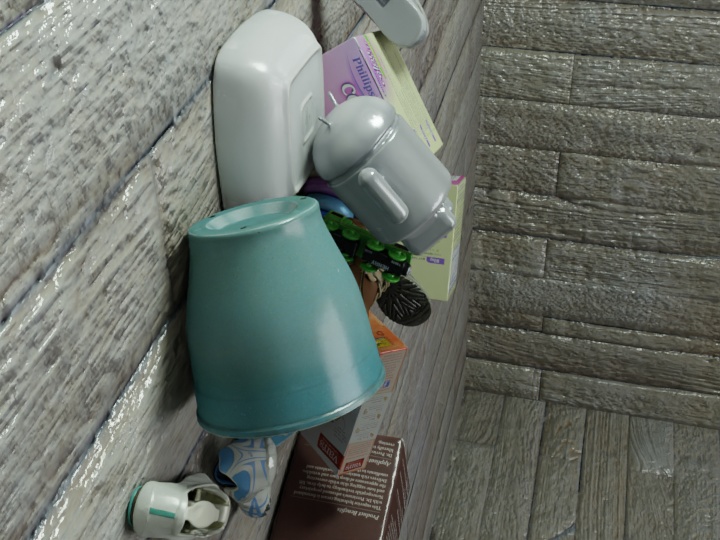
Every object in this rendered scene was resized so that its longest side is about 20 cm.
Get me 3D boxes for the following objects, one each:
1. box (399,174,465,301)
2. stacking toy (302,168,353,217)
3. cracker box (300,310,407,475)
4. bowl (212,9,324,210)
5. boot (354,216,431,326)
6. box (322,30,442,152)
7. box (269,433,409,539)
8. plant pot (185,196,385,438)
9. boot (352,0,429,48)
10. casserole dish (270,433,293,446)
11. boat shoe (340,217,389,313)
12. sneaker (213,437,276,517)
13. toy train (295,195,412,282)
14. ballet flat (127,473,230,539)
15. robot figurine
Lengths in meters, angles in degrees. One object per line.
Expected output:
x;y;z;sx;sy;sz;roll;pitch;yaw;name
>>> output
0.084;-0.067;1.703;0.097;0.172;0.205;-42;138;-70;box
-0.060;-0.036;1.316;0.086;0.084;0.204;64;42;-68;stacking toy
-0.023;0.152;1.324;0.057;0.134;0.203;-7;125;-40;cracker box
-0.091;-0.171;1.082;0.201;0.073;0.204;-65;157;-57;bowl
0.037;-0.039;1.417;0.182;0.072;0.202;48;22;-28;boot
0.015;-0.207;1.287;0.179;0.095;0.200;63;19;-9;box
-0.025;0.362;1.471;0.166;0.162;0.203;81;21;-54;box
-0.089;0.034;0.977;0.200;0.196;0.192;-52;132;-67;plant pot
0.016;-0.372;1.282;0.201;0.073;0.096;54;15;-3;boot
-0.065;0.155;1.198;0.199;0.039;0.122;-37;166;-19;casserole dish
0.000;0.000;1.202;0.202;0.072;0.077;-99;-177;-48;boat shoe
-0.136;0.241;1.156;0.201;0.071;0.073;103;-11;-62;sneaker
-0.025;-0.043;1.166;0.056;0.197;0.042;-45;156;-60;toy train
-0.166;0.241;0.986;0.200;0.068;0.071;47;51;-75;ballet flat
0.024;-0.111;1.103;0.200;0.112;0.170;47;14;-18;robot figurine
